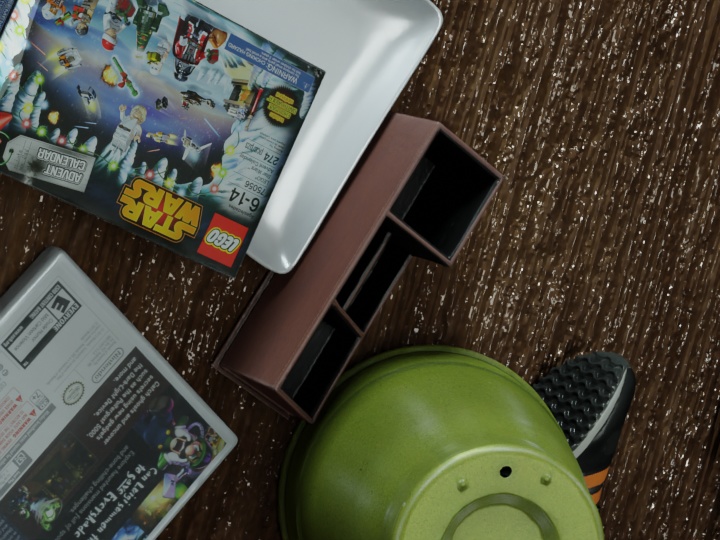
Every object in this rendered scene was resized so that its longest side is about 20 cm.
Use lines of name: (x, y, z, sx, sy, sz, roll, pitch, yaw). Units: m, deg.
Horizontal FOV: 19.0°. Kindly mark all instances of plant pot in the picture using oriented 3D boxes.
plant pot: (0.063, 0.156, 1.322, 0.199, 0.193, 0.202, -1, 94, -12)

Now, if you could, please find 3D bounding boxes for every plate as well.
plate: (-0.069, -0.130, 1.310, 0.199, 0.032, 0.201, 36, 80, -33)

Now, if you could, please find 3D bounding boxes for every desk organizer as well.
desk organizer: (0.000, 0.000, 1.354, 0.072, 0.077, 0.201, 37, 80, -32)

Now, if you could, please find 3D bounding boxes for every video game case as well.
video game case: (-0.193, 0.118, 1.290, 0.200, 0.023, 0.182, -49, 121, -15)

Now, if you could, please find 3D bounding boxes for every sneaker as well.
sneaker: (0.137, 0.152, 1.485, 0.090, 0.070, 0.201, 36, 84, -40)

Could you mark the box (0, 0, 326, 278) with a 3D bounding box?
box: (-0.130, -0.095, 1.237, 0.199, 0.040, 0.138, 25, 89, -33)
